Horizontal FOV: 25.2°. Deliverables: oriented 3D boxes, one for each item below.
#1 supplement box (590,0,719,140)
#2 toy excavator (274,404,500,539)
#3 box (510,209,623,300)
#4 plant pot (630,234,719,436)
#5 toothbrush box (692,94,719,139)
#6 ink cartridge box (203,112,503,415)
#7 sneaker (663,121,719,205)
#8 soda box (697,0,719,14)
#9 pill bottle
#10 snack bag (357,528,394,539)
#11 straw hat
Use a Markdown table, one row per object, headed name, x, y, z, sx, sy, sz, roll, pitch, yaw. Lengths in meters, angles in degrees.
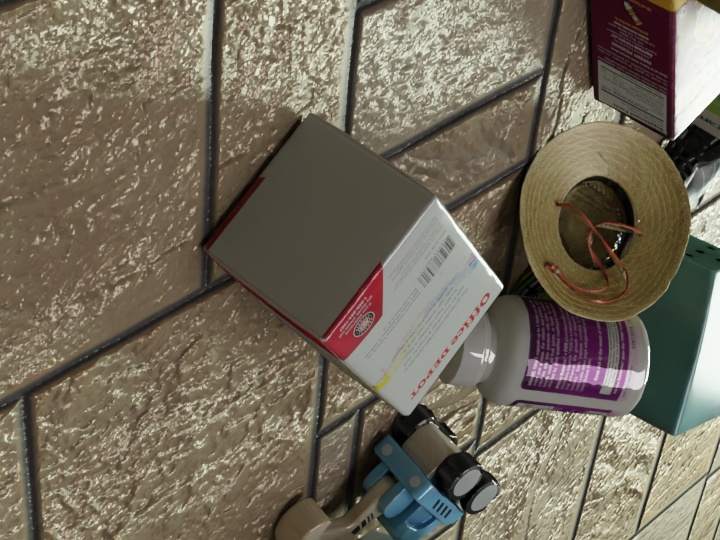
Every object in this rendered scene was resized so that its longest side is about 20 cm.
| name | x | y | z | sx | sy | sz | roll | pitch | yaw |
| --- | --- | --- | --- | --- | --- | --- | --- | --- | --- |
| supplement box | 0.297 | -0.247 | 1.541 | 0.131 | 0.103 | 0.201 | -45 | 149 | -20 |
| toy excavator | 0.025 | 0.239 | 1.656 | 0.200 | 0.100 | 0.194 | -45 | 148 | 0 |
| box | 0.242 | -0.016 | 1.729 | 0.201 | 0.064 | 0.070 | -55 | 150 | -2 |
| plant pot | 0.382 | 0.067 | 1.946 | 0.141 | 0.141 | 0.202 | -14 | 124 | -49 |
| toothbrush box | 0.428 | -0.245 | 1.710 | 0.146 | 0.086 | 0.201 | -45 | 148 | -18 |
| ink cartridge box | 0.000 | 0.000 | 1.319 | 0.146 | 0.144 | 0.200 | -52 | 150 | -6 |
| sneaker | 0.367 | -0.119 | 1.816 | 0.200 | 0.075 | 0.079 | -42 | 162 | -9 |
| soda box | 0.366 | -0.253 | 1.468 | 0.199 | 0.064 | 0.068 | 8 | 112 | -56 |
| pill bottle | 0.181 | 0.084 | 1.624 | 0.198 | 0.113 | 0.113 | 8 | 119 | -17 |
| snack bag | 0.010 | 0.311 | 1.621 | 0.199 | 0.188 | 0.022 | -22 | 105 | -40 |
| straw hat | 0.234 | -0.045 | 1.647 | 0.201 | 0.201 | 0.085 | -46 | -174 | -15 |
